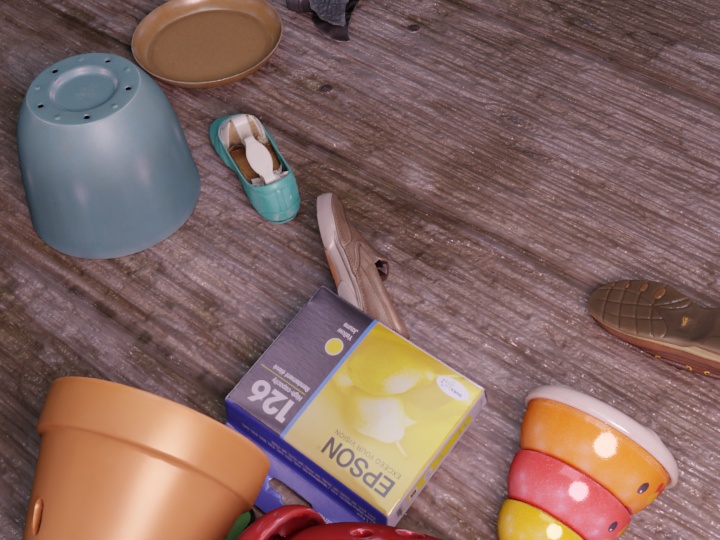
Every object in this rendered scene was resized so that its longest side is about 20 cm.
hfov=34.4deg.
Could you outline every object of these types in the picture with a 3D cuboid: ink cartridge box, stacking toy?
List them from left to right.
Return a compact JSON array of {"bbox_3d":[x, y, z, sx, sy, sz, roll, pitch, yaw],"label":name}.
[{"bbox_3d":[-0.021,0.139,1.057,0.197,0.047,0.200,31,69,25],"label":"ink cartridge box"},{"bbox_3d":[0.163,0.212,0.980,0.145,0.146,0.201,26,74,26],"label":"stacking toy"}]

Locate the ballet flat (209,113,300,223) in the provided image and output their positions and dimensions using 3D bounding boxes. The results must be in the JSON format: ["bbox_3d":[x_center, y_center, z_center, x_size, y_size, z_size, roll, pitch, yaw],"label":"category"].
[{"bbox_3d":[-0.123,-0.139,1.339,0.067,0.071,0.200,-22,49,-14],"label":"ballet flat"}]

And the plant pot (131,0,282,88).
[{"bbox_3d":[-0.198,-0.298,1.522,0.198,0.028,0.201,-3,47,3],"label":"plant pot"}]

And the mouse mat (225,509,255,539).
[{"bbox_3d":[-0.208,0.255,1.030,0.160,0.008,0.200,23,53,24],"label":"mouse mat"}]

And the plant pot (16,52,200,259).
[{"bbox_3d":[-0.289,-0.141,1.296,0.198,0.162,0.202,-3,47,3],"label":"plant pot"}]

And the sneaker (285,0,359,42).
[{"bbox_3d":[-0.032,-0.393,1.574,0.103,0.060,0.201,12,55,17],"label":"sneaker"}]

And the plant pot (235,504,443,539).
[{"bbox_3d":[-0.013,0.279,0.865,0.181,0.201,0.201,16,51,28],"label":"plant pot"}]

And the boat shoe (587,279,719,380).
[{"bbox_3d":[0.305,0.065,1.118,0.199,0.068,0.072,20,53,43],"label":"boat shoe"}]

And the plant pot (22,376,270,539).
[{"bbox_3d":[-0.189,0.193,0.964,0.198,0.200,0.141,12,65,16],"label":"plant pot"}]

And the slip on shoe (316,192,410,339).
[{"bbox_3d":[0.000,0.000,1.195,0.060,0.076,0.201,-16,51,1],"label":"slip on shoe"}]
